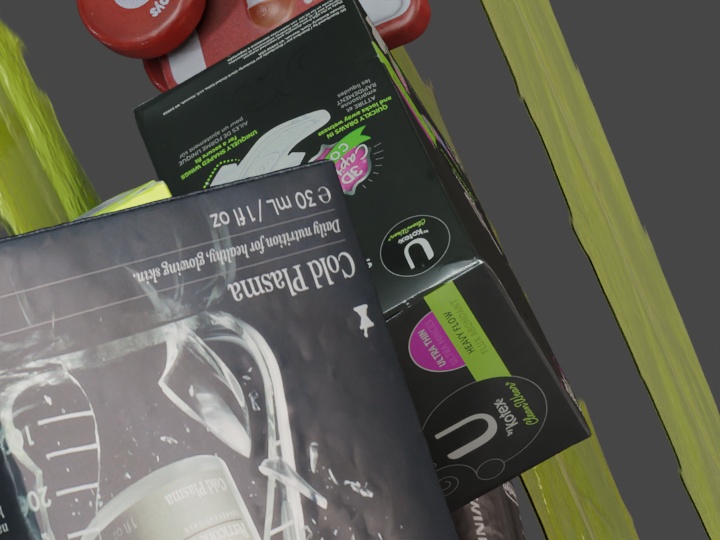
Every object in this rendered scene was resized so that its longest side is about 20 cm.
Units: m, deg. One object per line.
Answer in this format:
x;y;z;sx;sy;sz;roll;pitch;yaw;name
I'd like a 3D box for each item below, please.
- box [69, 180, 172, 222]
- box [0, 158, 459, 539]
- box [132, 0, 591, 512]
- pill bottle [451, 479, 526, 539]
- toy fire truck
-0.084;0.080;1.115;0.122;0.048;0.200;-31;97;-37;box
-0.080;0.083;0.990;0.200;0.124;0.197;-17;89;-50;box
0.000;0.000;1.347;0.149;0.124;0.200;55;9;-45;box
0.041;0.169;1.541;0.106;0.106;0.201;49;25;-58;pill bottle
-0.060;-0.186;1.500;0.112;0.167;0.201;40;33;-66;toy fire truck
